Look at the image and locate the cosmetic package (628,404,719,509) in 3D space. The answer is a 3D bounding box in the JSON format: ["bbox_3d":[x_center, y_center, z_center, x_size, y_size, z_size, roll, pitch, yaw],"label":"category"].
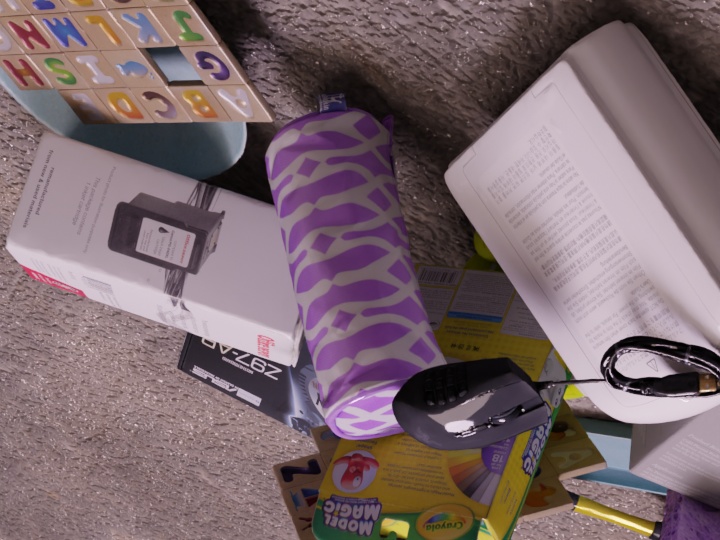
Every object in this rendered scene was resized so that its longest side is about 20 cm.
[{"bbox_3d":[0.251,0.062,1.189,0.106,0.091,0.200,24,140,-16],"label":"cosmetic package"}]

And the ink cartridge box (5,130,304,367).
[{"bbox_3d":[-0.123,-0.011,1.365,0.198,0.084,0.145,18,171,0],"label":"ink cartridge box"}]

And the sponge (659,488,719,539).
[{"bbox_3d":[0.245,0.157,1.280,0.111,0.200,0.030,30,122,-4],"label":"sponge"}]

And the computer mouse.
[{"bbox_3d":[0.105,0.071,1.104,0.198,0.034,0.059,-11,129,30],"label":"computer mouse"}]

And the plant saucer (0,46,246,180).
[{"bbox_3d":[-0.155,-0.136,1.300,0.199,0.039,0.202,20,149,12],"label":"plant saucer"}]

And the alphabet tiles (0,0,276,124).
[{"bbox_3d":[-0.167,-0.147,1.243,0.199,0.008,0.168,2,143,38],"label":"alphabet tiles"}]

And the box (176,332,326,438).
[{"bbox_3d":[-0.031,0.068,1.515,0.199,0.044,0.160,27,150,0],"label":"box"}]

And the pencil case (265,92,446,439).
[{"bbox_3d":[0.000,0.000,1.222,0.085,0.202,0.084,-5,156,-17],"label":"pencil case"}]

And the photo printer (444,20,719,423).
[{"bbox_3d":[0.149,-0.015,1.128,0.201,0.069,0.166,56,147,7],"label":"photo printer"}]

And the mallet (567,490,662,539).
[{"bbox_3d":[0.166,0.169,1.485,0.198,0.041,0.066,22,159,-7],"label":"mallet"}]

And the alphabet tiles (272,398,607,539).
[{"bbox_3d":[0.048,0.125,1.300,0.198,0.167,0.006,-14,116,-9],"label":"alphabet tiles"}]

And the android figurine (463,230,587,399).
[{"bbox_3d":[0.141,0.029,1.314,0.199,0.041,0.182,-10,134,47],"label":"android figurine"}]

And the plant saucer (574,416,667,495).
[{"bbox_3d":[0.198,0.133,1.456,0.198,0.019,0.070,6,144,31],"label":"plant saucer"}]

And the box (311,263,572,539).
[{"bbox_3d":[0.056,0.092,1.239,0.116,0.201,0.049,6,144,30],"label":"box"}]
